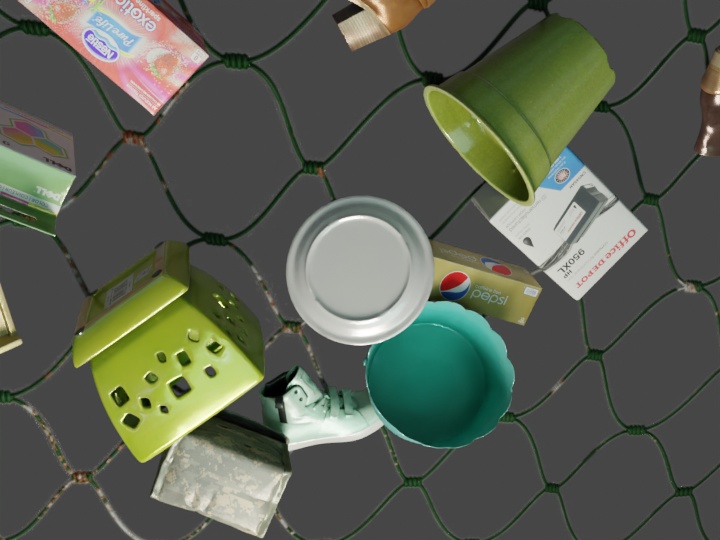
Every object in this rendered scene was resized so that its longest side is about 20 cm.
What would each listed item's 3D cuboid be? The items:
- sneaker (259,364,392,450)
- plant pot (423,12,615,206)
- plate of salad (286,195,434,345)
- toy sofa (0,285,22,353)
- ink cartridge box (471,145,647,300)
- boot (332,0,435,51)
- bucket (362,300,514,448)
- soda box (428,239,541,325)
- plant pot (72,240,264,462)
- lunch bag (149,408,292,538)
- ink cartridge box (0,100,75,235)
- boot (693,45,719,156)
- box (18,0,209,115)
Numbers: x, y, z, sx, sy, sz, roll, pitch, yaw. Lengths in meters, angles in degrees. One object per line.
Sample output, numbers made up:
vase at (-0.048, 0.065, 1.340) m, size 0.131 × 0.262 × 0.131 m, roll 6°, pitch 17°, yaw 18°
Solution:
sneaker at (-0.047, 0.183, 1.576) m, size 0.199 × 0.074 × 0.119 m, roll -15°, pitch 125°, yaw -4°
plant pot at (0.216, -0.217, 1.398) m, size 0.190 × 0.200 × 0.200 m, roll -42°, pitch 119°, yaw -5°
plate of salad at (0.000, 0.000, 1.473) m, size 0.198 × 0.048 × 0.202 m, roll -1°, pitch 81°, yaw 7°
toy sofa at (-0.501, 0.011, 1.380) m, size 0.082 × 0.097 × 0.201 m, roll -26°, pitch 123°, yaw -29°
ink cartridge box at (0.276, -0.078, 1.527) m, size 0.200 × 0.084 × 0.145 m, roll 38°, pitch 102°, yaw -28°
boot at (0.015, -0.374, 1.312) m, size 0.155 × 0.077 × 0.201 m, roll -30°, pitch 122°, yaw 4°
bucket at (0.101, 0.147, 1.522) m, size 0.205 × 0.135 × 0.209 m, roll 1°, pitch 80°, yaw -5°
soda box at (0.148, 0.013, 1.548) m, size 0.199 × 0.068 × 0.064 m, roll 16°, pitch 111°, yaw -22°
plant pot at (-0.252, 0.088, 1.410) m, size 0.198 × 0.200 × 0.182 m, roll -34°, pitch 110°, yaw 4°
lunch bag at (-0.185, 0.254, 1.498) m, size 0.163 × 0.200 × 0.118 m, roll 23°, pitch 97°, yaw -9°
ink cartridge box at (-0.386, -0.121, 1.264) m, size 0.103 × 0.200 × 0.060 m, roll 24°, pitch 108°, yaw -25°
boot at (0.561, -0.250, 1.539) m, size 0.198 × 0.073 × 0.167 m, roll -12°, pitch 130°, yaw -10°
box at (-0.283, -0.289, 1.268) m, size 0.103 × 0.095 × 0.200 m, roll -43°, pitch 118°, yaw 10°
